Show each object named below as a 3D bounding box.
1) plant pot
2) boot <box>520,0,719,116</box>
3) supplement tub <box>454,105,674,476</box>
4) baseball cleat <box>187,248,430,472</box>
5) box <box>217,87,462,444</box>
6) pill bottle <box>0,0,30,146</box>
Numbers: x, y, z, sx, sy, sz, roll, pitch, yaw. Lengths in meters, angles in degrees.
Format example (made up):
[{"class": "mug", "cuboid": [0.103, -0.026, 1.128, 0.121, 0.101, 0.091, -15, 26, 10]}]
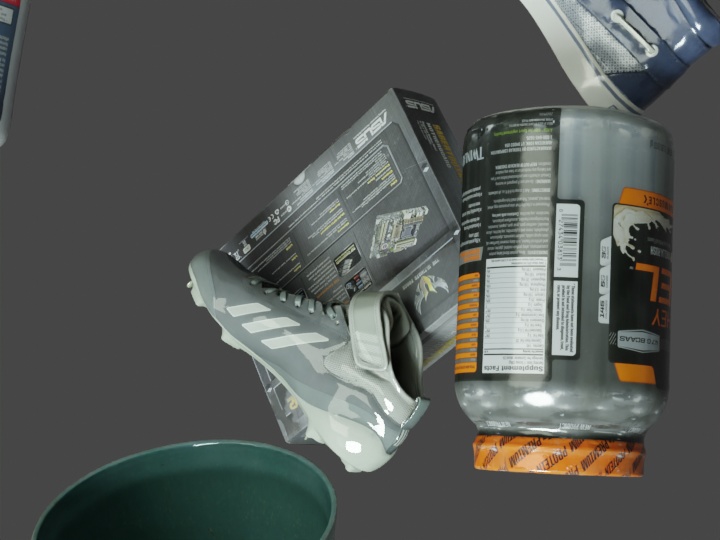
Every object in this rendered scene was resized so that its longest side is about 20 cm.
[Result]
[{"class": "plant pot", "cuboid": [-0.109, 0.221, 0.980, 0.200, 0.200, 0.135, 18, 123, 42]}, {"class": "boot", "cuboid": [0.140, -0.187, 0.890, 0.090, 0.073, 0.200, -39, 66, 22]}, {"class": "supplement tub", "cuboid": [0.116, 0.015, 0.835, 0.122, 0.122, 0.201, -3, 82, 42]}, {"class": "baseball cleat", "cuboid": [-0.028, 0.034, 0.945, 0.200, 0.070, 0.107, 46, 108, 24]}, {"class": "box", "cuboid": [0.000, 0.000, 0.992, 0.200, 0.048, 0.159, -41, 60, 30]}, {"class": "pill bottle", "cuboid": [-0.366, -0.166, 1.302, 0.119, 0.119, 0.201, 8, 88, 43]}]
